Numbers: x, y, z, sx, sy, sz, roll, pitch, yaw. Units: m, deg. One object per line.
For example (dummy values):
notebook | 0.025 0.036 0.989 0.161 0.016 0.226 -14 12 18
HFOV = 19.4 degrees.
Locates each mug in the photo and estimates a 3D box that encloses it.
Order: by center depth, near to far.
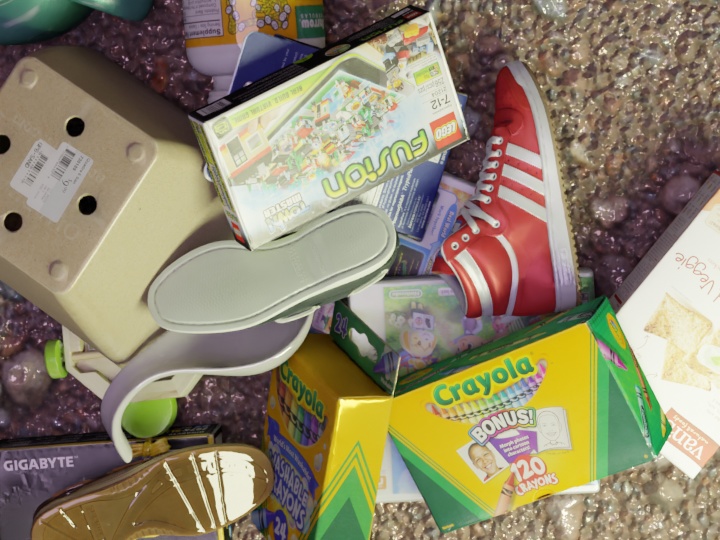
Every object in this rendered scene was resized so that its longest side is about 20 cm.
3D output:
mug | -0.269 -0.259 1.677 0.183 0.114 0.154 -10 95 10

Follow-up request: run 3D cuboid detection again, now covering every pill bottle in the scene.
pill bottle | -0.085 -0.215 1.657 0.111 0.113 0.202 -3 96 9

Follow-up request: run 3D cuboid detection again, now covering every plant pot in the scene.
plant pot | -0.217 -0.060 1.631 0.199 0.177 0.201 34 90 14

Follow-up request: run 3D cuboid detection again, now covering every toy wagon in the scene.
toy wagon | -0.183 0.053 1.724 0.153 0.040 0.202 -7 86 11

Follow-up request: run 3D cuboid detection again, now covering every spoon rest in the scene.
spoon rest | -0.123 0.068 1.652 0.199 0.061 0.100 -37 46 -1

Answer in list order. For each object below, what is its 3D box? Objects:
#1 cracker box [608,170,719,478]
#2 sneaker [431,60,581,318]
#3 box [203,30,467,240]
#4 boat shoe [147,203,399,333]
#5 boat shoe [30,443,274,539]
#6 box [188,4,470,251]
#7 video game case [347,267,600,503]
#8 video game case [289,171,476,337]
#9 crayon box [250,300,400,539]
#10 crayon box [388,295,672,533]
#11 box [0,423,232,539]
cracker box | 0.269 0.042 1.649 0.134 0.058 0.201 38 98 -7
sneaker | 0.101 -0.060 1.648 0.111 0.071 0.202 -10 82 -4
box | -0.023 -0.106 1.630 0.198 0.032 0.122 15 98 -29
boat shoe | -0.064 0.008 1.622 0.198 0.060 0.076 -14 72 1
boat shoe | -0.169 0.179 1.691 0.198 0.072 0.073 -19 106 -6
box | -0.021 -0.109 1.592 0.199 0.035 0.111 -28 115 -16
video game case | 0.092 0.093 1.695 0.198 0.022 0.184 -3 99 0
video game case | 0.000 0.000 1.716 0.181 0.024 0.202 22 99 5
crayon box | -0.031 0.136 1.666 0.051 0.126 0.202 0 111 -26
crayon box | 0.125 0.113 1.621 0.199 0.058 0.120 -24 99 29
box | -0.207 0.217 1.760 0.198 0.049 0.162 -4 98 9
